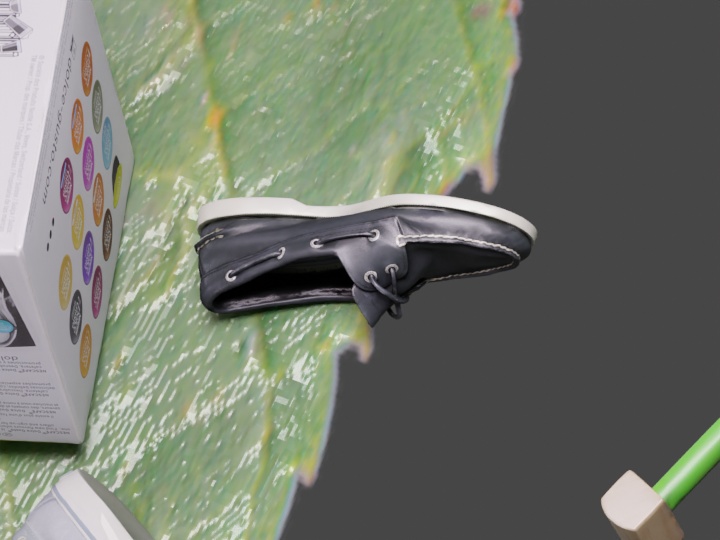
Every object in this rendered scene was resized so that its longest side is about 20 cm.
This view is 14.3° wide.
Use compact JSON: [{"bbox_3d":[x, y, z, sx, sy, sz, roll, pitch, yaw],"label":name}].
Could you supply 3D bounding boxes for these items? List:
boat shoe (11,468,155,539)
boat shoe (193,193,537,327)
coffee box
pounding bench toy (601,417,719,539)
[{"bbox_3d":[-0.118,0.196,1.527,0.071,0.070,0.201,-43,59,5],"label":"boat shoe"},{"bbox_3d":[-0.001,-0.001,1.591,0.198,0.075,0.067,3,66,15],"label":"boat shoe"},{"bbox_3d":[-0.247,-0.041,1.580,0.198,0.198,0.201,2,56,8],"label":"coffee box"},{"bbox_3d":[0.237,0.089,1.459,0.199,0.124,0.157,14,67,19],"label":"pounding bench toy"}]
